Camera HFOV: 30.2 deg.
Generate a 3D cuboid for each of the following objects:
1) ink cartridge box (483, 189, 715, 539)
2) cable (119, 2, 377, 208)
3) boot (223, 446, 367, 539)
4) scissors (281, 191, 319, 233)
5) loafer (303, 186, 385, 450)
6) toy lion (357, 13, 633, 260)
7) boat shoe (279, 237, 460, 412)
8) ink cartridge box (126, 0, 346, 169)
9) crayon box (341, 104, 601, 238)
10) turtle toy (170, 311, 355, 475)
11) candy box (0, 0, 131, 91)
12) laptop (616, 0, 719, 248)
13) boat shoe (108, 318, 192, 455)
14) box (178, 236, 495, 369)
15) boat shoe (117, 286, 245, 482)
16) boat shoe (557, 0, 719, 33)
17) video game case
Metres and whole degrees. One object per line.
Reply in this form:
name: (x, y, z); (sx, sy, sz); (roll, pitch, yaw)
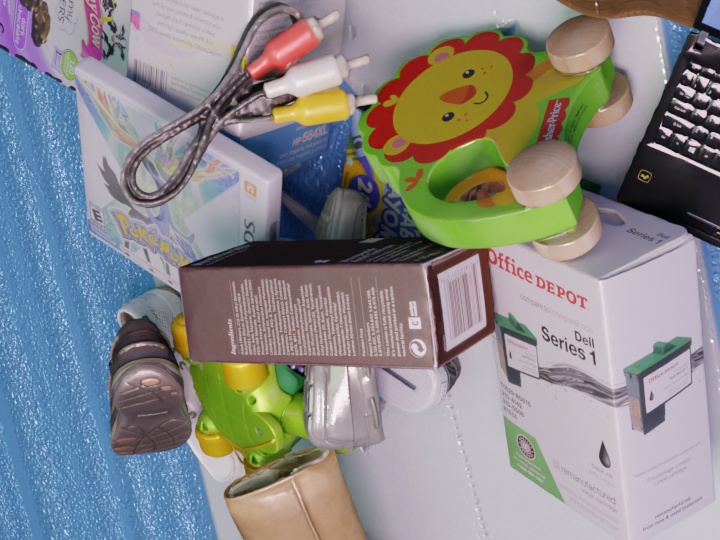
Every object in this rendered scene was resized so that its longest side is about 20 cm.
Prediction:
ink cartridge box: (0.160, 0.060, 0.916); (0.146, 0.084, 0.203); (28, 135, 57)
cable: (-0.090, -0.122, 0.950); (0.098, 0.198, 0.050); (64, 170, -10)
boot: (0.005, 0.235, 1.092); (0.066, 0.173, 0.202); (-142, 29, -76)
scissors: (0.000, 0.000, 1.052); (0.198, 0.014, 0.074); (25, 122, 29)
loafer: (-0.006, 0.038, 1.027); (0.070, 0.069, 0.203); (-130, 42, -76)
toy lion: (0.081, -0.094, 0.916); (0.189, 0.202, 0.069); (-6, 135, 29)
boat shoe: (-0.005, 0.044, 1.098); (0.199, 0.071, 0.072); (40, 113, 15)
ink cartridge box: (-0.096, -0.193, 1.054); (0.128, 0.125, 0.203); (25, 119, 29)
crayon box: (0.074, -0.038, 1.022); (0.198, 0.051, 0.127); (26, 120, 29)
turtle toy: (-0.074, 0.106, 1.148); (0.199, 0.100, 0.147); (25, 134, 44)
candy box: (-0.240, -0.253, 1.184); (0.199, 0.071, 0.170); (30, 121, 28)
laptop: (0.260, -0.073, 0.799); (0.176, 0.103, 0.202); (26, 122, 10)
boat shoe: (-0.184, 0.103, 1.163); (0.201, 0.073, 0.074); (113, 151, -60)
box: (-0.017, 0.020, 0.923); (0.198, 0.100, 0.076); (-3, 101, 30)
boat shoe: (-0.172, 0.117, 1.258); (0.071, 0.069, 0.202); (-33, 84, 40)
boat shoe: (0.189, -0.205, 0.875); (0.199, 0.063, 0.074); (27, 138, 33)
video game case: (-0.146, -0.053, 1.064); (0.199, 0.022, 0.184); (31, 141, 22)
